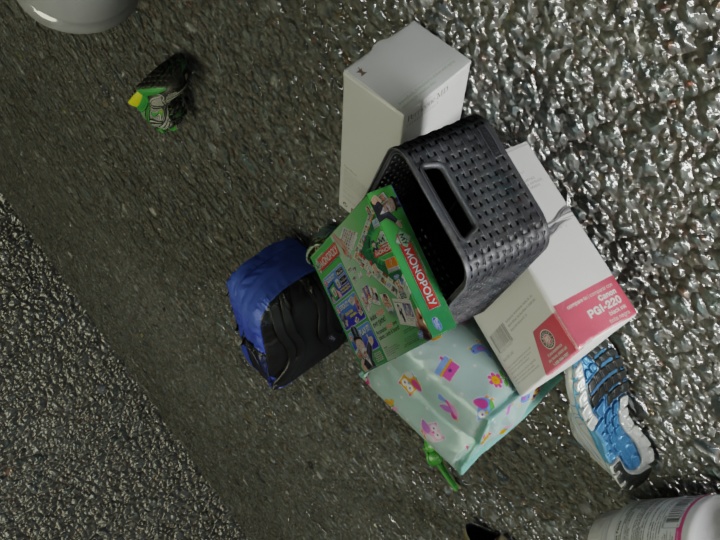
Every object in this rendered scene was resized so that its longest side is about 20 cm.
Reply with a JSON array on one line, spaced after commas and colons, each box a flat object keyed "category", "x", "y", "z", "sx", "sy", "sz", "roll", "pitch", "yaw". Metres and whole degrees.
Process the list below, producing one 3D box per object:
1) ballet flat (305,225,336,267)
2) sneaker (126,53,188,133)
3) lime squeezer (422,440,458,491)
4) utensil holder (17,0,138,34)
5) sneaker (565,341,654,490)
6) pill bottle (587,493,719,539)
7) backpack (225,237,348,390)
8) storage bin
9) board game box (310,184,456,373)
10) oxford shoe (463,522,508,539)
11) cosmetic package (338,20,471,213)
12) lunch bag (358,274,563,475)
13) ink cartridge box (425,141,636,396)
[{"category": "ballet flat", "x": 0.000, "y": 0.000, "z": 1.228, "sx": 0.198, "sy": 0.074, "sz": 0.075, "roll": 23, "pitch": 144, "yaw": 43}, {"category": "sneaker", "x": -0.283, "y": -0.257, "z": 1.350, "sx": 0.085, "sy": 0.078, "sz": 0.199, "roll": 48, "pitch": 164, "yaw": -13}, {"category": "lime squeezer", "x": 0.133, "y": 0.286, "z": 1.441, "sx": 0.069, "sy": 0.038, "sz": 0.202, "roll": 10, "pitch": 142, "yaw": 7}, {"category": "utensil holder", "x": -0.349, "y": -0.422, "z": 1.121, "sx": 0.170, "sy": 0.169, "sz": 0.200, "roll": 46, "pitch": 152, "yaw": 6}, {"category": "sneaker", "x": 0.257, "y": 0.155, "z": 1.022, "sx": 0.086, "sy": 0.074, "sz": 0.203, "roll": 23, "pitch": 142, "yaw": 57}, {"category": "pill bottle", "x": 0.351, "y": 0.317, "z": 1.032, "sx": 0.114, "sy": 0.113, "sz": 0.200, "roll": 50, "pitch": 155, "yaw": -1}, {"category": "backpack", "x": -0.128, "y": 0.052, "z": 1.393, "sx": 0.167, "sy": 0.162, "sz": 0.202, "roll": 38, "pitch": 153, "yaw": 29}, {"category": "storage bin", "x": 0.074, "y": -0.031, "z": 0.843, "sx": 0.137, "sy": 0.092, "sz": 0.200, "roll": 61, "pitch": 157, "yaw": 14}, {"category": "board game box", "x": 0.015, "y": 0.016, "z": 0.865, "sx": 0.137, "sy": 0.029, "sz": 0.200, "roll": 66, "pitch": 158, "yaw": 6}, {"category": "oxford shoe", "x": 0.235, "y": 0.473, "z": 1.472, "sx": 0.198, "sy": 0.070, "sz": 0.076, "roll": 15, "pitch": 133, "yaw": 48}, {"category": "cosmetic package", "x": 0.040, "y": -0.138, "z": 0.941, "sx": 0.085, "sy": 0.107, "sz": 0.202, "roll": 39, "pitch": 153, "yaw": 21}, {"category": "lunch bag", "x": 0.124, "y": 0.098, "z": 1.019, "sx": 0.170, "sy": 0.199, "sz": 0.123, "roll": 40, "pitch": 134, "yaw": 21}, {"category": "ink cartridge box", "x": 0.160, "y": 0.000, "z": 0.904, "sx": 0.202, "sy": 0.084, "sz": 0.146, "roll": 59, "pitch": 156, "yaw": 15}]
